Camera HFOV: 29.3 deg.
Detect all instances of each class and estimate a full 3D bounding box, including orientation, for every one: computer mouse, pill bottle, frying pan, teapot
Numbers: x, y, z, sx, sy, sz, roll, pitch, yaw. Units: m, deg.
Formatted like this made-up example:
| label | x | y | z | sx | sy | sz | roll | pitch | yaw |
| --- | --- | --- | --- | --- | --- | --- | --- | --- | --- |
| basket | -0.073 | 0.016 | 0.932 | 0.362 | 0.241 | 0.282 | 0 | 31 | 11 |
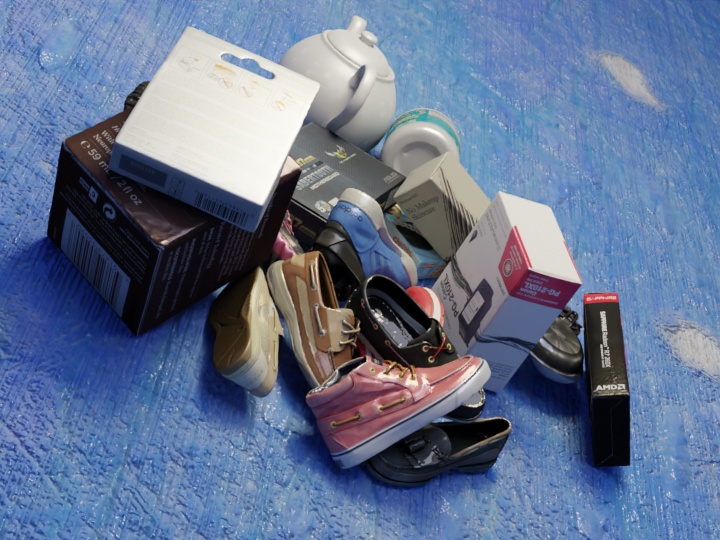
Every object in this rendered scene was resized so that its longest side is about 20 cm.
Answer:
| label | x | y | z | sx | sy | sz | roll | pitch | yaw |
| --- | --- | --- | --- | --- | --- | --- | --- | --- | --- |
| computer mouse | 0.253 | 0.095 | 1.843 | 0.109 | 0.044 | 0.200 | 33 | 26 | -13 |
| pill bottle | 0.086 | -0.166 | 1.938 | 0.111 | 0.111 | 0.200 | 33 | 15 | -5 |
| frying pan | 0.269 | 0.089 | 1.794 | 0.190 | 0.031 | 0.115 | 0 | 46 | -48 |
| teapot | -0.022 | -0.269 | 1.936 | 0.200 | 0.146 | 0.197 | 47 | 26 | 24 |

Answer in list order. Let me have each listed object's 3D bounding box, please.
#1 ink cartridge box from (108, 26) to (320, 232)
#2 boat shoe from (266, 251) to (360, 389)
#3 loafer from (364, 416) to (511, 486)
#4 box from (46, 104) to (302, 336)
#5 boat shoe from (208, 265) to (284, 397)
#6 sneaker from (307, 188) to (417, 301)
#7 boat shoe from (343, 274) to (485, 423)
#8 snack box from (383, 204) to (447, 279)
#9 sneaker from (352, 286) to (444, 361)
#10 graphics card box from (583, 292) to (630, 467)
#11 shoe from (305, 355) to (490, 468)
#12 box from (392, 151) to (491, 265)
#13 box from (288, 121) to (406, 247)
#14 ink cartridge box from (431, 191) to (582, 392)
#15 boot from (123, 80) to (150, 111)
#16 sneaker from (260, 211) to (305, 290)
| label | x | y | z | sx | sy | sz | roll | pitch | yaw |
| --- | --- | --- | --- | --- | --- | --- | --- | --- | --- |
| ink cartridge box | -0.145 | -0.149 | 1.409 | 0.159 | 0.047 | 0.200 | 23 | 48 | -2 |
| boat shoe | -0.038 | 0.068 | 1.530 | 0.201 | 0.072 | 0.076 | 66 | 13 | 13 |
| loafer | 0.089 | 0.191 | 1.538 | 0.199 | 0.063 | 0.072 | -1 | 47 | -44 |
| box | -0.201 | -0.072 | 1.465 | 0.200 | 0.164 | 0.166 | -33 | 70 | -35 |
| boat shoe | -0.120 | 0.066 | 1.507 | 0.065 | 0.072 | 0.200 | 46 | 17 | -25 |
| sneaker | -0.001 | 0.000 | 1.680 | 0.077 | 0.200 | 0.111 | 23 | 68 | 31 |
| boat shoe | 0.066 | 0.090 | 1.551 | 0.201 | 0.063 | 0.074 | 45 | 52 | 8 |
| snack box | 0.110 | -0.045 | 1.891 | 0.199 | 0.037 | 0.116 | -5 | 49 | -46 |
| sneaker | 0.031 | 0.070 | 1.632 | 0.115 | 0.078 | 0.200 | 27 | 32 | -16 |
| graphics card box | 0.314 | 0.137 | 1.755 | 0.051 | 0.126 | 0.200 | -2 | 37 | 8 |
| shoe | 0.040 | 0.123 | 1.473 | 0.091 | 0.200 | 0.071 | 62 | -13 | -8 |
| box | 0.140 | -0.052 | 1.807 | 0.200 | 0.082 | 0.068 | 48 | 47 | -14 |
| box | -0.054 | -0.111 | 1.777 | 0.157 | 0.051 | 0.200 | 32 | 33 | 16 |
| ink cartridge box | 0.171 | 0.029 | 1.700 | 0.084 | 0.200 | 0.145 | 14 | 38 | -25 |
| boot | -0.213 | -0.181 | 1.646 | 0.157 | 0.080 | 0.211 | 18 | -1 | 3 |
| sneaker | -0.106 | -0.047 | 1.647 | 0.095 | 0.079 | 0.200 | -21 | 63 | -47 |
